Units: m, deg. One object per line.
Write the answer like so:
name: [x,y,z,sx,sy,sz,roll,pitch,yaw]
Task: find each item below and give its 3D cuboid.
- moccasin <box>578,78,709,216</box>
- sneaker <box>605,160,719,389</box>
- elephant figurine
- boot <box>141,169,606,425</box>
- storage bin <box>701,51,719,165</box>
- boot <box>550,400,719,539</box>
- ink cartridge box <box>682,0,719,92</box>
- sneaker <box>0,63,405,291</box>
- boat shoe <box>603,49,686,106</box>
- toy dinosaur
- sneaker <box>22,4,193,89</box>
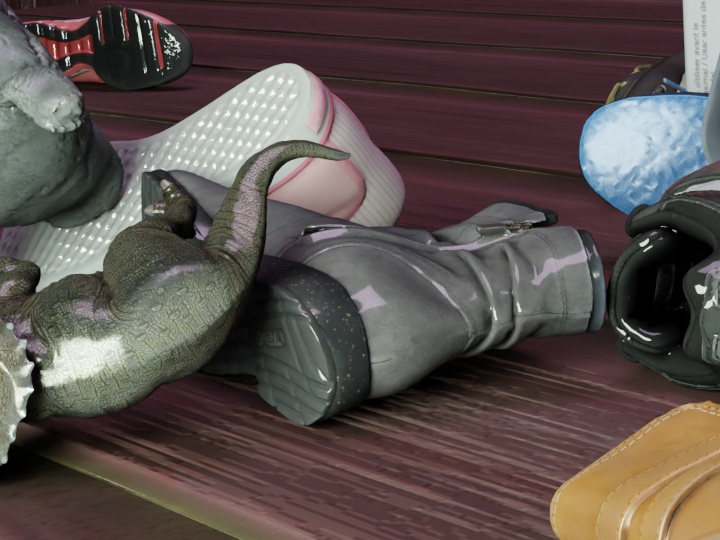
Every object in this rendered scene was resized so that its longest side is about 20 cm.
moccasin: [0.200,-0.039,0.946,0.199,0.081,0.068,12,9,4]
sneaker: [0.133,-0.003,0.757,0.097,0.071,0.200,-2,13,-7]
elephant figurine: [-0.208,-0.026,0.848,0.200,0.142,0.155,-36,-26,-5]
boot: [0.000,0.000,0.785,0.131,0.070,0.200,-15,27,-24]
storage bin: [0.260,-0.099,0.856,0.199,0.146,0.134,16,28,10]
boot: [0.089,0.062,0.440,0.199,0.077,0.155,-8,14,-32]
ink cartridge box: [0.233,-0.140,1.074,0.075,0.202,0.164,3,13,30]
sneaker: [-0.068,-0.017,0.915,0.199,0.076,0.105,-22,-40,32]
boat shoe: [0.175,-0.089,1.157,0.060,0.072,0.201,-4,8,15]
toy dinosaur: [-0.086,0.018,0.687,0.199,0.077,0.102,-17,29,-14]
sneaker: [-0.222,-0.205,1.817,0.199,0.074,0.087,4,12,32]
